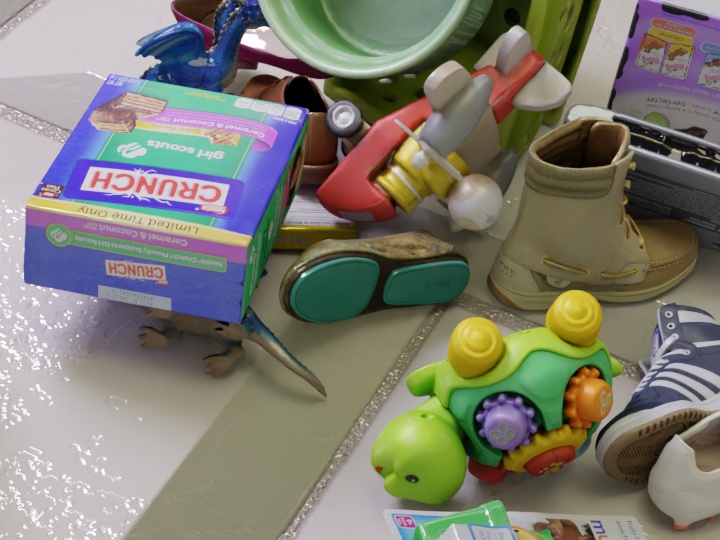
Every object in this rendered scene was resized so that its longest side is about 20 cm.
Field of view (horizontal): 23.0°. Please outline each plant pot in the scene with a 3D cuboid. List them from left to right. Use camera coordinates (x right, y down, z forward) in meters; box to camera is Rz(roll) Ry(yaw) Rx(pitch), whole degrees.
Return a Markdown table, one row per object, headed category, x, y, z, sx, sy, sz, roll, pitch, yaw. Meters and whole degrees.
| category | x | y | z | sx | sy | sz | roll | pitch | yaw |
| --- | --- | --- | --- | --- | --- | --- | --- | --- | --- |
| plant pot | 0.107 | -0.225 | 1.610 | 0.198 | 0.202 | 0.181 | 30 | 33 | 22 |

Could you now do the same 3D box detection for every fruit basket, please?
| category | x | y | z | sx | sy | sz | roll | pitch | yaw |
| --- | --- | --- | --- | --- | --- | --- | --- | --- | --- |
| fruit basket | 0.128 | 0.218 | 1.143 | 0.198 | 0.094 | 0.186 | 1 | 39 | -19 |

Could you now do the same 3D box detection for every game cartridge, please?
| category | x | y | z | sx | sy | sz | roll | pitch | yaw |
| --- | --- | --- | --- | --- | --- | --- | --- | --- | --- |
| game cartridge | 0.261 | -0.073 | 1.508 | 0.198 | 0.133 | 0.041 | 19 | 64 | 6 |

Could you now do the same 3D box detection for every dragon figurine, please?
| category | x | y | z | sx | sy | sz | roll | pitch | yaw |
| --- | --- | --- | --- | --- | --- | --- | --- | --- | --- |
| dragon figurine | -0.160 | -0.179 | 1.521 | 0.198 | 0.100 | 0.059 | -15 | 18 | -2 |
| dragon figurine | -0.106 | 0.025 | 1.347 | 0.198 | 0.059 | 0.100 | 17 | 39 | 8 |

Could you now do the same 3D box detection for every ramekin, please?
| category | x | y | z | sx | sy | sz | roll | pitch | yaw |
| --- | --- | --- | --- | --- | --- | --- | --- | --- | --- |
| ramekin | 0.019 | -0.255 | 1.460 | 0.199 | 0.202 | 0.098 | 27 | 10 | 19 |

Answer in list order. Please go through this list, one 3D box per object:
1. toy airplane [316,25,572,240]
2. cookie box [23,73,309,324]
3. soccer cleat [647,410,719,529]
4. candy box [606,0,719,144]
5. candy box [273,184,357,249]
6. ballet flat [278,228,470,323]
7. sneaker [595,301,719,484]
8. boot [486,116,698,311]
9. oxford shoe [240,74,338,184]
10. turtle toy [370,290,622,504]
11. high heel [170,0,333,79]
| category | x | y | z | sx | sy | sz | roll | pitch | yaw |
| --- | --- | --- | --- | --- | --- | --- | --- | --- | --- |
| toy airplane | 0.084 | -0.101 | 1.425 | 0.199 | 0.199 | 0.142 | -7 | 63 | -39 |
| cookie box | -0.142 | -0.058 | 1.339 | 0.169 | 0.076 | 0.201 | 10 | 36 | 6 |
| soccer cleat | 0.297 | 0.131 | 1.306 | 0.198 | 0.078 | 0.069 | -16 | 45 | -31 |
| candy box | 0.302 | -0.144 | 1.550 | 0.166 | 0.201 | 0.072 | 17 | 36 | 7 |
| candy box | -0.108 | -0.057 | 1.474 | 0.198 | 0.027 | 0.103 | 1 | 39 | -13 |
| ballet flat | 0.000 | 0.000 | 1.386 | 0.199 | 0.071 | 0.071 | -5 | 39 | -42 |
| sneaker | 0.228 | 0.090 | 1.346 | 0.199 | 0.071 | 0.109 | -15 | 47 | -36 |
| boot | 0.207 | -0.052 | 1.446 | 0.198 | 0.157 | 0.073 | -8 | 42 | -23 |
| oxford shoe | -0.058 | -0.142 | 1.541 | 0.071 | 0.072 | 0.200 | -3 | 24 | -19 |
| turtle toy | 0.098 | 0.101 | 1.259 | 0.198 | 0.146 | 0.102 | -15 | 67 | -12 |
| high heel | -0.072 | -0.219 | 1.559 | 0.199 | 0.096 | 0.068 | 7 | 72 | 39 |
